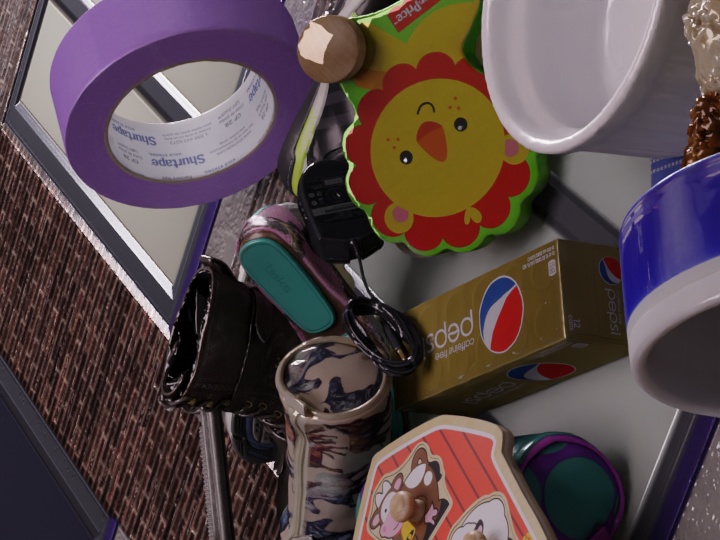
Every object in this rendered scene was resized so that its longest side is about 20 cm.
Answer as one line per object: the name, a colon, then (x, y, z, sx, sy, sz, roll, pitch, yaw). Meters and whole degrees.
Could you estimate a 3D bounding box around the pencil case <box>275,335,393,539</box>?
pencil case: (-0.019, 0.128, 1.707, 0.078, 0.089, 0.201, 28, 145, 22)

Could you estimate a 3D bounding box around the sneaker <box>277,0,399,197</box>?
sneaker: (0.010, -0.125, 1.822, 0.083, 0.072, 0.201, 35, 117, 29)

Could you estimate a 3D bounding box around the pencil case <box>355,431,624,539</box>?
pencil case: (0.080, 0.158, 1.604, 0.200, 0.085, 0.093, -15, 102, 58)

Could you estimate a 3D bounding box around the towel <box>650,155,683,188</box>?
towel: (0.223, -0.087, 1.488, 0.145, 0.024, 0.201, -19, 65, 58)

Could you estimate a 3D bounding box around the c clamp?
c clamp: (-0.113, 0.167, 1.877, 0.171, 0.027, 0.201, -154, 59, -84)

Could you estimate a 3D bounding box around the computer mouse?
computer mouse: (0.000, 0.000, 1.699, 0.034, 0.058, 0.201, 95, 162, -48)

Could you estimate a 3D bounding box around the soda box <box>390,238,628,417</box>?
soda box: (0.098, 0.042, 1.621, 0.200, 0.064, 0.068, -28, 60, 54)

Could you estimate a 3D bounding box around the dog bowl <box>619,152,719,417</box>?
dog bowl: (0.234, 0.006, 1.270, 0.200, 0.199, 0.079, -36, 50, 50)

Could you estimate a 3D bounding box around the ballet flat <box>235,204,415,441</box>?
ballet flat: (-0.014, 0.034, 1.761, 0.069, 0.200, 0.071, -25, 19, 35)

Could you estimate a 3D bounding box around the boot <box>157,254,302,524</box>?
boot: (-0.079, 0.095, 1.788, 0.069, 0.174, 0.201, 8, 90, 43)

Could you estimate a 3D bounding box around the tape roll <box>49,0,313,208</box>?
tape roll: (-0.137, -0.137, 1.917, 0.200, 0.199, 0.066, -55, 41, 38)

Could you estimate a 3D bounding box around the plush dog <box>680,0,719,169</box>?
plush dog: (0.244, -0.111, 1.302, 0.160, 0.171, 0.201, -3, 79, 57)

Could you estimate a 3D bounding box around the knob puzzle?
knob puzzle: (0.035, 0.175, 1.546, 0.219, 0.030, 0.221, -35, 46, 48)

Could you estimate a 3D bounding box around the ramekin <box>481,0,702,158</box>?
ramekin: (0.165, -0.162, 1.491, 0.200, 0.097, 0.202, -29, 57, 57)

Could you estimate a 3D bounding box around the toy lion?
toy lion: (0.065, -0.117, 1.662, 0.200, 0.069, 0.192, -37, 80, 19)

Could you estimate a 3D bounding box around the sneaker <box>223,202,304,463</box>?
sneaker: (-0.079, 0.043, 1.911, 0.087, 0.074, 0.201, 27, 106, 63)

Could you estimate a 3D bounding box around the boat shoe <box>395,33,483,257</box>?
boat shoe: (0.061, -0.110, 1.741, 0.063, 0.072, 0.201, -31, -51, -74)
